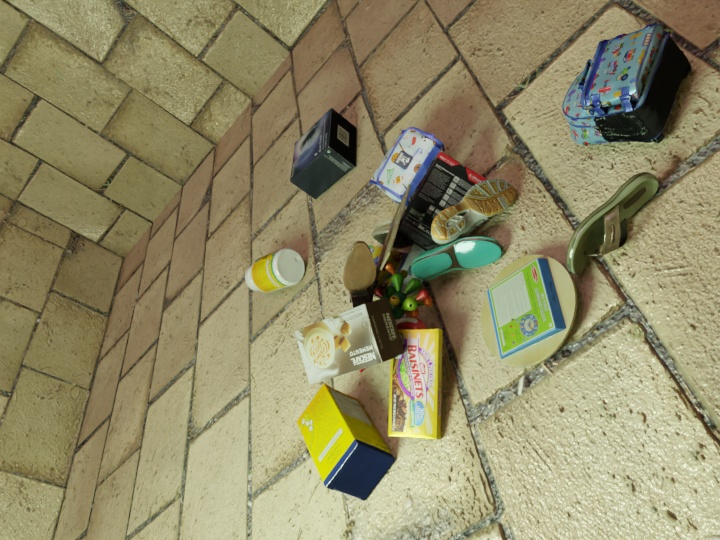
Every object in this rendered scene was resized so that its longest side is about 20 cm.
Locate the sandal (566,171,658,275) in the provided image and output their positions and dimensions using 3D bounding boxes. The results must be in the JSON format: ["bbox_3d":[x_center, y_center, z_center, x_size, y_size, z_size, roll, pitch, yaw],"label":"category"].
[{"bbox_3d":[0.413,-0.072,0.930,0.201,0.079,0.058,-49,47,14],"label":"sandal"}]

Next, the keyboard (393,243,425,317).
[{"bbox_3d":[0.119,0.004,1.286,0.202,0.056,0.011,-64,-8,-8],"label":"keyboard"}]

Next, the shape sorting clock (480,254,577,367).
[{"bbox_3d":[0.293,0.070,1.005,0.199,0.039,0.203,-35,45,46],"label":"shape sorting clock"}]

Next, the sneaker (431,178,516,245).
[{"bbox_3d":[0.230,-0.121,1.196,0.198,0.088,0.076,-28,76,-4],"label":"sneaker"}]

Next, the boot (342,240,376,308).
[{"bbox_3d":[0.000,0.000,1.261,0.147,0.069,0.203,-84,-2,-62],"label":"boot"}]

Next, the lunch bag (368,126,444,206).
[{"bbox_3d":[0.117,-0.254,1.399,0.171,0.123,0.200,-57,18,6],"label":"lunch bag"}]

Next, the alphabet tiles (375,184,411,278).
[{"bbox_3d":[0.064,-0.068,1.243,0.200,0.007,0.169,112,176,-66],"label":"alphabet tiles"}]

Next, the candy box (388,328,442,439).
[{"bbox_3d":[0.104,0.212,1.082,0.101,0.026,0.204,-4,75,26],"label":"candy box"}]

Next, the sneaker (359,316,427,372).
[{"bbox_3d":[0.052,0.166,1.177,0.115,0.079,0.199,-36,2,-38],"label":"sneaker"}]

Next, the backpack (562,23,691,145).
[{"bbox_3d":[0.453,-0.322,1.025,0.199,0.134,0.185,10,71,59],"label":"backpack"}]

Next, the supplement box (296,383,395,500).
[{"bbox_3d":[-0.035,0.345,1.161,0.110,0.108,0.200,-53,32,7],"label":"supplement box"}]

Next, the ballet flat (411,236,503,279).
[{"bbox_3d":[0.200,-0.034,1.184,0.197,0.068,0.070,-16,16,24],"label":"ballet flat"}]

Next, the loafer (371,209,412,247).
[{"bbox_3d":[0.114,-0.108,1.369,0.198,0.076,0.069,-11,53,38],"label":"loafer"}]

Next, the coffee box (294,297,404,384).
[{"bbox_3d":[-0.024,0.140,1.120,0.198,0.079,0.116,-23,82,37],"label":"coffee box"}]

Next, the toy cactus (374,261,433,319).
[{"bbox_3d":[0.059,0.070,1.171,0.165,0.102,0.200,-44,22,-4],"label":"toy cactus"}]

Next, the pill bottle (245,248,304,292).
[{"bbox_3d":[-0.269,0.005,1.752,0.199,0.112,0.114,-16,51,47],"label":"pill bottle"}]

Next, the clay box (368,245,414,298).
[{"bbox_3d":[0.049,0.006,1.381,0.199,0.047,0.116,16,77,56],"label":"clay box"}]

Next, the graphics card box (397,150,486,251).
[{"bbox_3d":[0.175,-0.143,1.259,0.202,0.124,0.051,-60,1,-3],"label":"graphics card box"}]

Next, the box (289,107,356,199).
[{"bbox_3d":[-0.121,-0.378,1.858,0.197,0.122,0.202,-34,39,35],"label":"box"}]
